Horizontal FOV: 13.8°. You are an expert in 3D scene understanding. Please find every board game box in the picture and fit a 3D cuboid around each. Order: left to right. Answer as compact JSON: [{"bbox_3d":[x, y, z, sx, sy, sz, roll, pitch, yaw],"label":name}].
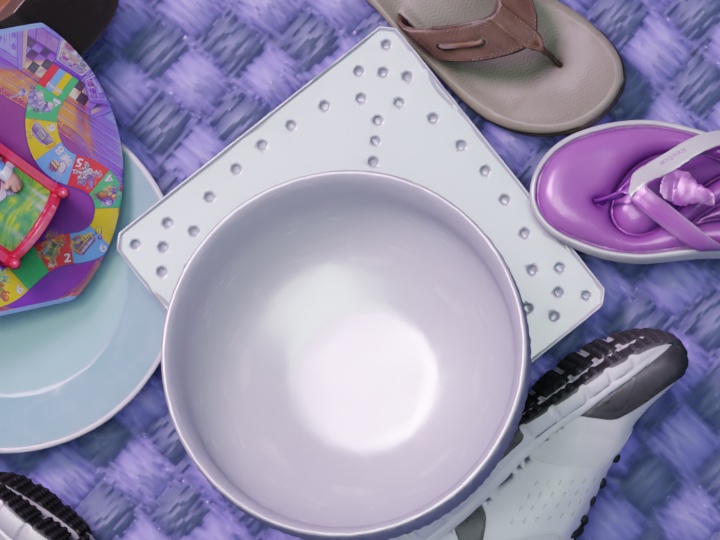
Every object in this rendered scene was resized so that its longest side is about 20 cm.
[{"bbox_3d":[-0.218,-0.046,1.619,0.200,0.039,0.158,-12,101,-21],"label":"board game box"},{"bbox_3d":[0.000,0.000,1.662,0.200,0.026,0.200,-39,89,-3],"label":"board game box"}]

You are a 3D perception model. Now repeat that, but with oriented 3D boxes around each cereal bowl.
[{"bbox_3d":[-0.004,0.052,1.594,0.200,0.083,0.200,-2,75,9],"label":"cereal bowl"}]

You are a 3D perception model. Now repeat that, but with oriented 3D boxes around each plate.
[{"bbox_3d":[-0.199,0.005,1.692,0.200,0.026,0.200,0,84,5],"label":"plate"}]

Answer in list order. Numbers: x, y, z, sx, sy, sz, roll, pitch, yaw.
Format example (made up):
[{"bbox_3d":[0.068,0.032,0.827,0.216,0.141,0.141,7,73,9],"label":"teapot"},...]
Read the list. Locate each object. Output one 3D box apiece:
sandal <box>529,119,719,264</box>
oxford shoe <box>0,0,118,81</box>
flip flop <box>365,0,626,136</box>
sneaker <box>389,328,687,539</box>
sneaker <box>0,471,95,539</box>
[{"bbox_3d":[0.196,-0.044,1.642,0.202,0.050,0.083,6,76,-3],"label":"sandal"},{"bbox_3d":[-0.226,-0.110,1.674,0.200,0.071,0.071,-42,127,-12],"label":"oxford shoe"},{"bbox_3d":[0.060,-0.149,1.667,0.200,0.058,0.081,42,89,7],"label":"flip flop"},{"bbox_3d":[0.105,0.111,1.636,0.200,0.074,0.080,-40,97,5],"label":"sneaker"},{"bbox_3d":[-0.149,0.201,1.656,0.200,0.074,0.080,39,103,11],"label":"sneaker"}]
